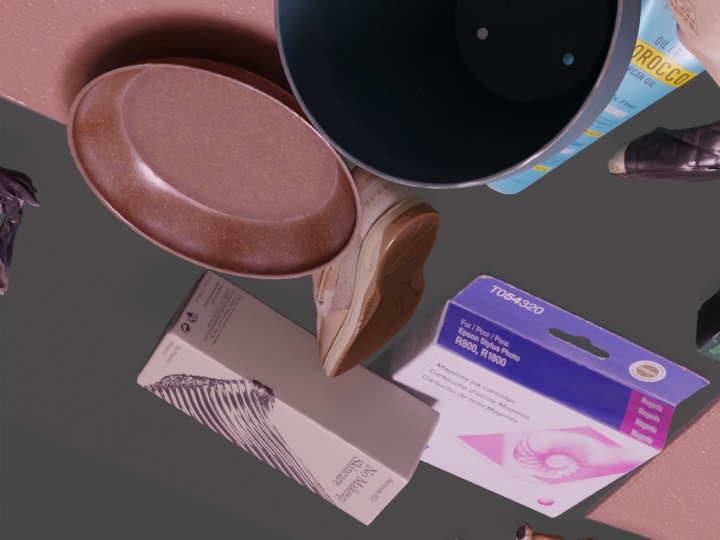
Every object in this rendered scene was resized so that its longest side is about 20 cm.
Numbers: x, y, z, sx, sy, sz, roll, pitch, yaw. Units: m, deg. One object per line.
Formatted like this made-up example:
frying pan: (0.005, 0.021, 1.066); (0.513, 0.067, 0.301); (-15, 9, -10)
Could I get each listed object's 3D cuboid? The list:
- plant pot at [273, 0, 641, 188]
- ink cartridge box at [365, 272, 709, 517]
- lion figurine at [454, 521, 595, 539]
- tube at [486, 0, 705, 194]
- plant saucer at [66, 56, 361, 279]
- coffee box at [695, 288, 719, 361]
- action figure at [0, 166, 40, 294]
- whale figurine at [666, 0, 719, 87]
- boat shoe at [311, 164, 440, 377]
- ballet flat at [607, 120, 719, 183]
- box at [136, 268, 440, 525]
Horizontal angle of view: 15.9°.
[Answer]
plant pot: (0.071, -0.143, 1.407); (0.200, 0.201, 0.135); (-7, 177, 25)
ink cartridge box: (0.114, 0.096, 1.847); (0.196, 0.043, 0.200); (25, 145, -18)
lion figurine: (0.142, 0.251, 2.054); (0.122, 0.073, 0.200); (21, 160, -32)
tube: (0.145, -0.113, 1.535); (0.077, 0.051, 0.200); (23, 140, -30)
plant saucer: (-0.089, -0.073, 1.644); (0.200, 0.037, 0.201); (15, 145, 11)
coffee box: (0.339, 0.049, 1.708); (0.200, 0.044, 0.123); (24, 143, -19)
action figure: (-0.281, -0.025, 1.733); (0.119, 0.102, 0.200); (23, 147, 3)
whale figurine: (0.212, -0.172, 1.369); (0.104, 0.159, 0.200); (-32, 151, -10)
boat shoe: (0.000, 0.000, 1.727); (0.065, 0.072, 0.200); (47, 151, 18)
ballet flat: (0.234, -0.089, 1.548); (0.200, 0.057, 0.066); (-16, 172, 39)
box: (-0.051, 0.090, 1.820); (0.200, 0.068, 0.082); (32, 142, -3)
